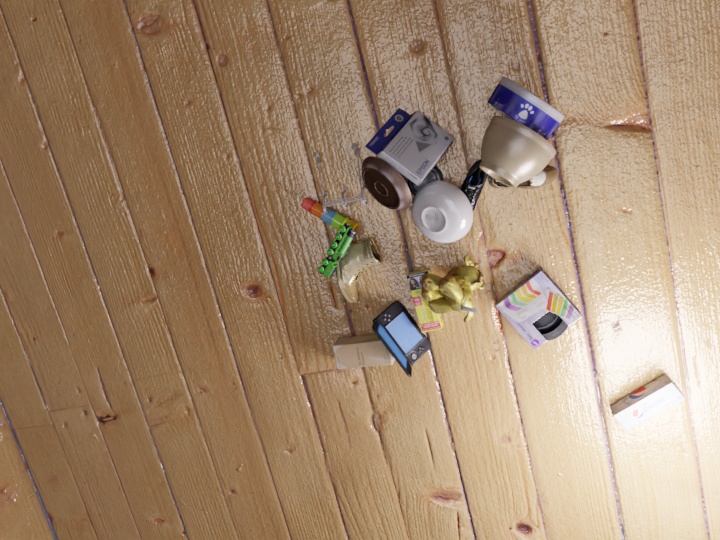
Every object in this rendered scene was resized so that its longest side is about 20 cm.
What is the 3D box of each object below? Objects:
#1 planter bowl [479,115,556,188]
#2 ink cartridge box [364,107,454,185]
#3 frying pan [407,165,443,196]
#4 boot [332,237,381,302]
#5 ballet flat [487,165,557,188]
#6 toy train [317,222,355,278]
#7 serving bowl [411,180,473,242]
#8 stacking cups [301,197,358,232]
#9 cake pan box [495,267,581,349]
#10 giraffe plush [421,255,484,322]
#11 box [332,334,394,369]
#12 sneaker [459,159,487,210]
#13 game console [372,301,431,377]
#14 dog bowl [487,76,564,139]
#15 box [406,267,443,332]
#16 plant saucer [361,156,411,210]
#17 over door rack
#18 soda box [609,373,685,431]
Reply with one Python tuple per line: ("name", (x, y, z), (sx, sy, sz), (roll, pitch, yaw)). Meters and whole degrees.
("planter bowl", (0.413, -0.314, 1.441), (0.200, 0.200, 0.135), (33, 98, 5))
("ink cartridge box", (0.147, -0.380, 1.547), (0.200, 0.041, 0.200), (36, 66, 4))
("frying pan", (0.210, -0.243, 1.638), (0.115, 0.031, 0.191), (-10, 98, 19))
("boot", (0.000, 0.000, 1.731), (0.155, 0.073, 0.201), (-13, 94, 22))
("ballet flat", (0.476, -0.272, 1.532), (0.199, 0.072, 0.068), (1, 104, 15))
("toy train", (-0.075, -0.062, 1.692), (0.056, 0.042, 0.200), (35, 113, 10))
("serving bowl", (0.236, -0.168, 1.586), (0.200, 0.066, 0.201), (22, 130, 29))
("stacking cups", (-0.102, -0.180, 1.729), (0.200, 0.060, 0.061), (32, 110, 11))
("cake pan box", (0.553, 0.123, 1.626), (0.184, 0.052, 0.200), (-40, 91, 23))
("giraffe plush", (0.306, 0.042, 1.620), (0.200, 0.162, 0.173), (21, 146, 26))
("box", (0.014, 0.277, 1.797), (0.199, 0.078, 0.095), (-9, 101, 17))
("sneaker", (0.324, -0.236, 1.562), (0.073, 0.112, 0.201), (22, 109, 10))
("game console", (0.138, 0.216, 1.685), (0.176, 0.116, 0.200), (-38, 93, -23))
("dog bowl", (0.450, -0.441, 1.427), (0.200, 0.200, 0.079), (34, 112, 4))
("box", (0.212, 0.097, 1.712), (0.075, 0.050, 0.201), (-12, 101, 17))
("plant saucer", (0.071, -0.257, 1.593), (0.200, 0.200, 0.032), (47, 70, 0))
("over door rack", (-0.060, -0.293, 1.680), (0.147, 0.067, 0.201), (-10, 88, 13))
("soda box", (0.876, 0.406, 1.602), (0.200, 0.063, 0.068), (-41, 92, 21))
